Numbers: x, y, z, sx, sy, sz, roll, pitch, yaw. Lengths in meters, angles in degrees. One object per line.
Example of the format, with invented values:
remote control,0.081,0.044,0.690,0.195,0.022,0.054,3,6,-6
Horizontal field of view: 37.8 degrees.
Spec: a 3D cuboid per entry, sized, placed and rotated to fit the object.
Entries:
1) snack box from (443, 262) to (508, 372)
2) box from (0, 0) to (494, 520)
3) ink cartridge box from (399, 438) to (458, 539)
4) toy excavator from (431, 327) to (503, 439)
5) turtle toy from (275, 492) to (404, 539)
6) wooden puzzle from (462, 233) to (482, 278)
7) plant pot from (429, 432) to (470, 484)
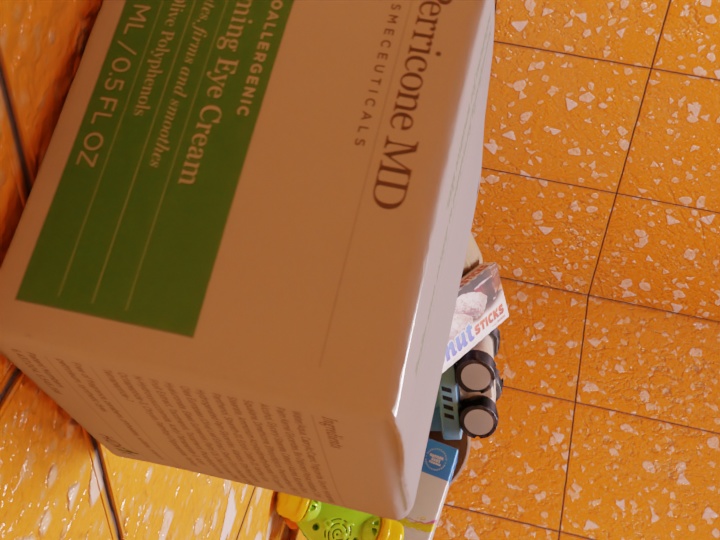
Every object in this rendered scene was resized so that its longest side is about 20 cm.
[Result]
snack box,0.106,0.061,1.205,0.199,0.024,0.073,-33,114,-45
box,-0.038,-0.013,0.495,0.200,0.169,0.201,82,21,-67
ink cartridge box,0.031,0.291,1.234,0.067,0.115,0.202,82,27,-69
toy excavator,0.077,0.163,1.311,0.100,0.197,0.197,-66,152,-61
turtle toy,-0.017,0.224,1.164,0.101,0.144,0.202,129,-19,-57
wooden puzzle,0.066,0.030,1.208,0.201,0.037,0.185,-55,158,-6
plant pot,0.050,0.189,1.469,0.200,0.184,0.190,-93,-170,-67
